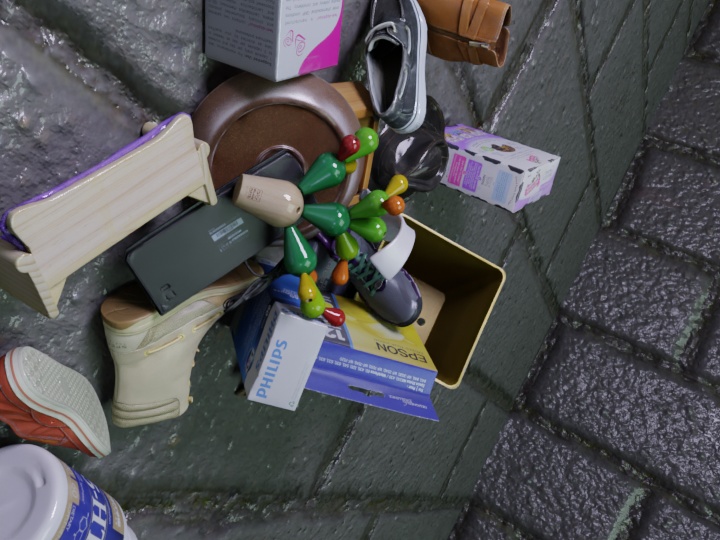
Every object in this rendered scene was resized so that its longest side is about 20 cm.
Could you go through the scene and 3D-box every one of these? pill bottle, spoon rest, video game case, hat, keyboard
[{"bbox_3d":[-0.302,0.265,0.683,0.120,0.119,0.201,-52,151,-23],"label":"pill bottle"},{"bbox_3d":[0.034,-0.061,0.918,0.060,0.201,0.100,-35,117,12],"label":"spoon rest"},{"bbox_3d":[-0.055,0.038,1.058,0.145,0.019,0.200,-66,154,1],"label":"video game case"},{"bbox_3d":[0.075,-0.158,1.019,0.199,0.081,0.203,-27,137,-29],"label":"hat"},{"bbox_3d":[-0.126,-0.023,0.700,0.199,0.021,0.128,-35,119,-16],"label":"keyboard"}]

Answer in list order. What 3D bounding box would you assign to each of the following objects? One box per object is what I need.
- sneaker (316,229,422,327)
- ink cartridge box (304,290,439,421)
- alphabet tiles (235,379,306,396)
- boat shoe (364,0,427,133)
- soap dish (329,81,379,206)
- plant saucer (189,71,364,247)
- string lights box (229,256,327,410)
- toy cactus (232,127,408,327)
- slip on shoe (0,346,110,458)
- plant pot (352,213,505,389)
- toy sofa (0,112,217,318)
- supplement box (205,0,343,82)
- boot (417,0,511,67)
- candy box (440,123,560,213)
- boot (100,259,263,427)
[{"bbox_3d":[0.000,0.000,0.931,0.087,0.200,0.075,21,111,-51],"label":"sneaker"},{"bbox_3d":[-0.002,0.097,0.885,0.195,0.200,0.047,18,109,-22],"label":"ink cartridge box"},{"bbox_3d":[-0.083,0.145,1.007,0.165,0.006,0.200,-32,157,14],"label":"alphabet tiles"},{"bbox_3d":[0.040,-0.270,0.836,0.071,0.071,0.203,16,63,-57],"label":"boat shoe"},{"bbox_3d":[-0.058,-0.139,0.831,0.199,0.081,0.159,-26,134,-50],"label":"soap dish"},{"bbox_3d":[-0.087,-0.109,0.726,0.197,0.032,0.203,-8,121,-13],"label":"plant saucer"},{"bbox_3d":[-0.103,0.066,0.805,0.058,0.200,0.104,18,102,-21],"label":"string lights box"},{"bbox_3d":[-0.045,-0.050,0.683,0.163,0.102,0.202,16,106,-23],"label":"toy cactus"},{"bbox_3d":[-0.296,0.134,0.659,0.060,0.075,0.201,-22,151,-4],"label":"slip on shoe"},{"bbox_3d":[0.082,0.057,1.111,0.202,0.198,0.176,-63,-174,-12],"label":"plant pot"},{"bbox_3d":[-0.225,-0.063,0.589,0.200,0.082,0.099,-44,142,-36],"label":"toy sofa"},{"bbox_3d":[-0.077,-0.295,0.642,0.101,0.102,0.203,-32,138,-48],"label":"supplement box"},{"bbox_3d":[0.121,-0.357,0.891,0.074,0.153,0.201,-54,152,-17],"label":"boot"},{"bbox_3d":[0.210,-0.178,1.156,0.167,0.198,0.073,-24,133,-51],"label":"candy box"},{"bbox_3d":[-0.194,0.076,0.773,0.199,0.072,0.157,-29,136,-47],"label":"boot"}]
